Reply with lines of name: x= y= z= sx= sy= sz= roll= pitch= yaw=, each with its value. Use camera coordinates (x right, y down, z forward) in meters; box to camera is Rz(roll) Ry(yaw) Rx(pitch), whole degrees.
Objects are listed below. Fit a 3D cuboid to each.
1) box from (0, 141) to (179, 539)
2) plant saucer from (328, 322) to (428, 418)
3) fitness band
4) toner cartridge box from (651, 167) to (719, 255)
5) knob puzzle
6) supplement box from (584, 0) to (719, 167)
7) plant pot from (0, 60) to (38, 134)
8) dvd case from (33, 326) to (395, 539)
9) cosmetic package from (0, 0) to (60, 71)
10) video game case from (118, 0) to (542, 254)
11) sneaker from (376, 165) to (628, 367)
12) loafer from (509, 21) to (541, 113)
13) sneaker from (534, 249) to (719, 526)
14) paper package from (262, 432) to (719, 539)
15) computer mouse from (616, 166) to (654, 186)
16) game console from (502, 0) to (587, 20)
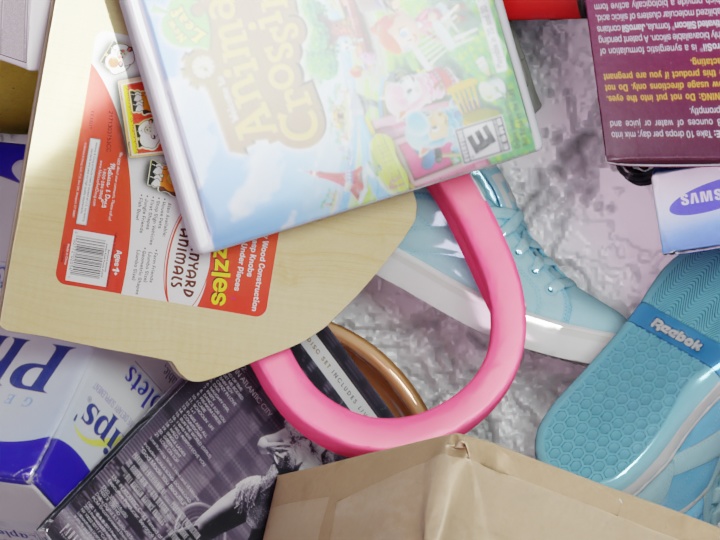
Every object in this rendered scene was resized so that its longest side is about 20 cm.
box: x=-0.178 y=0.041 z=1.558 sx=0.184 sy=0.105 sz=0.200 roll=6 pitch=60 yaw=32
plant saucer: x=-0.044 y=0.117 z=1.634 sx=0.200 sy=0.037 sz=0.200 roll=3 pitch=100 yaw=17
fitness band: x=0.000 y=0.000 z=1.508 sx=0.144 sy=0.037 sz=0.200 roll=-25 pitch=76 yaw=-8
toner cartridge box: x=0.248 y=-0.048 z=1.470 sx=0.200 sy=0.095 sz=0.043 roll=-9 pitch=96 yaw=11
knob puzzle: x=-0.070 y=-0.043 z=1.468 sx=0.220 sy=0.030 sz=0.220 roll=0 pitch=91 yaw=-19
supplement box: x=0.182 y=-0.159 z=1.422 sx=0.103 sy=0.131 sz=0.200 roll=2 pitch=103 yaw=48
plant pot: x=-0.212 y=-0.166 z=1.588 sx=0.200 sy=0.142 sz=0.200 roll=3 pitch=99 yaw=17
dvd case: x=-0.057 y=0.121 z=1.511 sx=0.016 sy=0.200 sz=0.149 roll=-11 pitch=120 yaw=54
cosmetic package: x=-0.101 y=-0.133 z=1.523 sx=0.083 sy=0.200 sz=0.051 roll=24 pitch=114 yaw=52
video game case: x=-0.022 y=-0.128 z=1.445 sx=0.182 sy=0.022 sz=0.200 roll=-17 pitch=97 yaw=-12
sneaker: x=0.064 y=-0.017 z=1.560 sx=0.200 sy=0.074 sz=0.082 roll=27 pitch=101 yaw=7
loafer: x=0.047 y=-0.169 z=1.550 sx=0.070 sy=0.070 sz=0.200 roll=-12 pitch=94 yaw=-11
sneaker: x=0.176 y=0.069 z=1.541 sx=0.200 sy=0.131 sz=0.080 roll=-41 pitch=54 yaw=-14
paper package: x=0.064 y=0.163 z=1.450 sx=0.191 sy=0.200 sz=0.103 roll=21 pitch=70 yaw=-24
computer mouse: x=0.211 y=-0.107 z=1.524 sx=0.200 sy=0.034 sz=0.059 roll=-33 pitch=88 yaw=26
game console: x=0.112 y=-0.229 z=1.502 sx=0.172 sy=0.119 sz=0.200 roll=1 pitch=98 yaw=28
